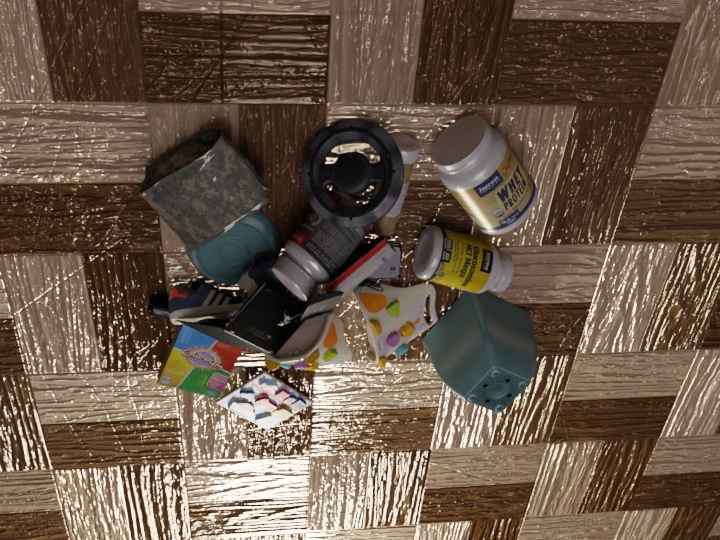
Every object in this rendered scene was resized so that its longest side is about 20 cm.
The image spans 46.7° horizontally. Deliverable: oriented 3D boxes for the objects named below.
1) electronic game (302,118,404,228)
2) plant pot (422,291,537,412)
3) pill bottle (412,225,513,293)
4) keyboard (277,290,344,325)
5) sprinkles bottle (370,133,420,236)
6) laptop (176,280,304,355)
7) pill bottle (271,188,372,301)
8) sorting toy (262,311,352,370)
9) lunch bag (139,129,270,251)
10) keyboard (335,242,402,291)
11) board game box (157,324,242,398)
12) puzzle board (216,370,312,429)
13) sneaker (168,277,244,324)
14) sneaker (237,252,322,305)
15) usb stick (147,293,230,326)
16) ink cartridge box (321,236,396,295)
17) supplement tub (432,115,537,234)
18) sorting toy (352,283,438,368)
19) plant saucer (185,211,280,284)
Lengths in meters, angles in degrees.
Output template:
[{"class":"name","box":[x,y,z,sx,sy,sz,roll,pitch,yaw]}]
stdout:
[{"class":"electronic game","box":[-0.015,-0.182,1.563,0.195,0.042,0.206,0,90,12]},{"class":"plant pot","box":[0.284,0.199,1.880,0.193,0.202,0.197,23,123,-28]},{"class":"pill bottle","box":[0.218,-0.017,1.754,0.196,0.114,0.114,14,126,-20]},{"class":"keyboard","box":[-0.102,0.075,1.638,0.124,0.021,0.200,-18,170,-13]},{"class":"sprinkles bottle","box":[0.061,-0.166,1.637,0.066,0.069,0.203,6,128,-13]},{"class":"laptop","box":[-0.236,0.094,1.723,0.200,0.116,0.187,-47,146,5]},{"class":"pill bottle","box":[-0.076,-0.048,1.626,0.201,0.113,0.114,-50,127,-12]},{"class":"sorting toy","box":[-0.108,0.178,1.850,0.196,0.110,0.179,-11,157,26]},{"class":"lunch bag","box":[-0.284,-0.160,1.557,0.197,0.119,0.165,-25,128,18]},{"class":"keyboard","box":[-0.011,-0.012,1.784,0.194,0.040,0.107,2,106,-8]},{"class":"board game box","box":[-0.358,0.192,1.879,0.150,0.041,0.202,16,125,-21]},{"class":"puzzle board","box":[-0.226,0.316,1.991,0.149,0.018,0.200,-32,138,16]},{"class":"sneaker","box":[-0.312,0.057,1.763,0.196,0.087,0.075,-3,163,-36]},{"class":"sneaker","box":[-0.174,0.045,1.752,0.144,0.082,0.200,-24,145,12]},{"class":"usb stick","box":[-0.358,0.095,1.791,0.196,0.056,0.033,17,125,-21]},{"class":"ink cartridge box","box":[0.000,0.000,1.664,0.160,0.200,0.050,-40,94,4]},{"class":"supplement tub","box":[0.238,-0.183,1.602,0.143,0.146,0.200,-32,127,18]},{"class":"sorting toy","box":[0.092,0.110,1.866,0.177,0.107,0.203,-24,132,-14]},{"class":"plant saucer","box":[-0.260,-0.044,1.713,0.195,0.028,0.204,-5,129,-6]}]
